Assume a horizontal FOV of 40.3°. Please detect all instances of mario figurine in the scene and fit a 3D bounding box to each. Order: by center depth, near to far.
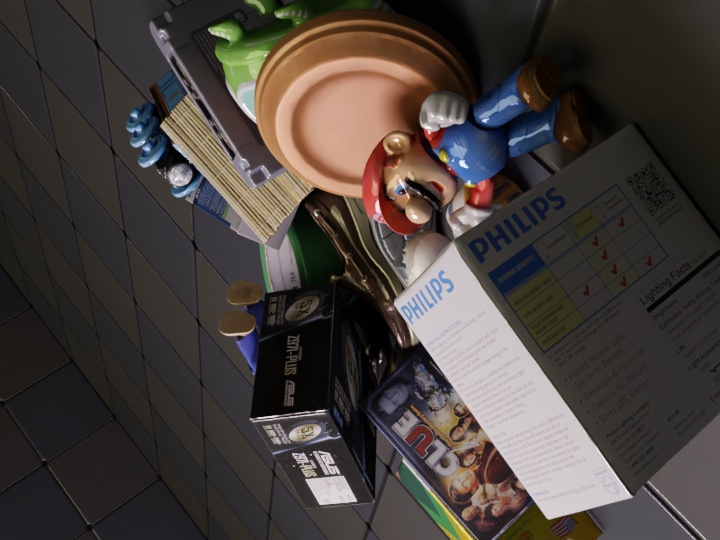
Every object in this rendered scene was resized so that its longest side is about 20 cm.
[{"bbox_3d":[0.081,-0.079,0.776,0.199,0.106,0.124,-27,93,38],"label":"mario figurine"}]

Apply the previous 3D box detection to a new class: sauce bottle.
[{"bbox_3d":[0.054,0.142,1.194,0.065,0.064,0.201,48,151,18],"label":"sauce bottle"}]

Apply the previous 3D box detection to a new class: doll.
[{"bbox_3d":[-0.106,0.093,1.147,0.048,0.137,0.201,0,144,15],"label":"doll"}]

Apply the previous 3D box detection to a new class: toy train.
[{"bbox_3d":[-0.218,-0.174,1.200,0.087,0.114,0.200,43,-172,-35],"label":"toy train"}]

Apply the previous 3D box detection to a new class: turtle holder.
[{"bbox_3d":[-0.037,-0.198,0.915,0.141,0.184,0.133,-98,-11,-65],"label":"turtle holder"}]

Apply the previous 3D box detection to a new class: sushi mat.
[{"bbox_3d":[-0.133,-0.130,1.068,0.200,0.096,0.012,47,-164,20],"label":"sushi mat"}]

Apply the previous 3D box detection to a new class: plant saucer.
[{"bbox_3d":[0.004,-0.132,0.856,0.201,0.198,0.038,91,-177,-49],"label":"plant saucer"}]

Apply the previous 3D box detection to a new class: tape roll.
[{"bbox_3d":[-0.074,-0.001,1.203,0.200,0.048,0.203,167,90,-70],"label":"tape roll"}]

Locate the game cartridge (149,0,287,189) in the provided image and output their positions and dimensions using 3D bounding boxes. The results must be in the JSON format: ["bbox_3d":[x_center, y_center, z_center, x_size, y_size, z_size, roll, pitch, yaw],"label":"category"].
[{"bbox_3d":[-0.111,-0.199,1.019,0.201,0.133,0.041,58,161,1],"label":"game cartridge"}]

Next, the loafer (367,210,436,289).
[{"bbox_3d":[0.047,-0.030,1.013,0.063,0.071,0.201,35,152,61],"label":"loafer"}]

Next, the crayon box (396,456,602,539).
[{"bbox_3d":[0.150,0.254,1.080,0.200,0.126,0.051,48,154,19],"label":"crayon box"}]

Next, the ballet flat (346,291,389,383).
[{"bbox_3d":[-0.002,0.095,1.235,0.068,0.068,0.201,36,147,36],"label":"ballet flat"}]

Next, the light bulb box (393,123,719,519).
[{"bbox_3d":[0.168,0.036,0.721,0.201,0.197,0.125,55,152,7],"label":"light bulb box"}]

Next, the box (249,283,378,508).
[{"bbox_3d":[-0.044,0.143,1.087,0.201,0.085,0.165,69,-162,-47],"label":"box"}]

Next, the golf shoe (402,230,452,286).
[{"bbox_3d":[0.123,0.040,0.953,0.201,0.078,0.097,52,154,-12],"label":"golf shoe"}]

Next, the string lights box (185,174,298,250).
[{"bbox_3d":[-0.136,-0.102,1.164,0.059,0.104,0.200,23,-177,-30],"label":"string lights box"}]

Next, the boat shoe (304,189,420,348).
[{"bbox_3d":[0.000,0.000,1.088,0.075,0.074,0.204,126,119,-84],"label":"boat shoe"}]

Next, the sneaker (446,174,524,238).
[{"bbox_3d":[0.144,0.009,0.894,0.202,0.075,0.088,66,163,1],"label":"sneaker"}]

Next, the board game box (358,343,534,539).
[{"bbox_3d":[0.112,0.172,1.043,0.200,0.135,0.035,45,175,22],"label":"board game box"}]
